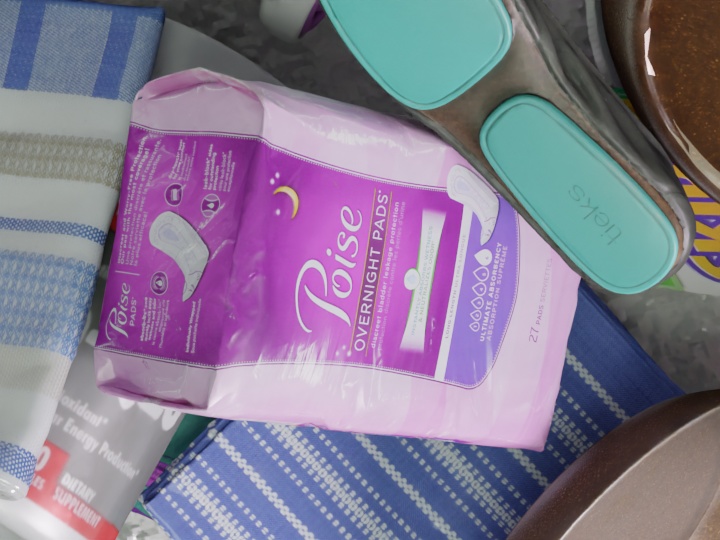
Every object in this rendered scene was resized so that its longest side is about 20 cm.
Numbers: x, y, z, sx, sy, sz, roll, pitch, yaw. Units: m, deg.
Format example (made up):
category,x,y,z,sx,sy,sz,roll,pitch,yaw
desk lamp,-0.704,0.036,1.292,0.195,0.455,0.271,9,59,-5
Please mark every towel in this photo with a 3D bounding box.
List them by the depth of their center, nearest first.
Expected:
category,x,y,z,sx,sy,sz,roll,pitch,yaw
towel,-0.161,-0.015,1.000,0.146,0.201,0.024,7,159,22
towel,0.024,0.074,1.112,0.200,0.024,0.145,-45,99,-7

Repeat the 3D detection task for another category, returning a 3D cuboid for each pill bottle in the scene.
category,x,y,z,sx,sy,sz,roll,pitch,yaw
pill bottle,-0.104,0.007,1.048,0.114,0.114,0.201,31,78,-11

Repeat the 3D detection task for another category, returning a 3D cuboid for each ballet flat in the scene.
category,x,y,z,sx,sy,sz,roll,pitch,yaw
ballet flat,0.049,-0.074,0.985,0.068,0.068,0.200,-32,107,26

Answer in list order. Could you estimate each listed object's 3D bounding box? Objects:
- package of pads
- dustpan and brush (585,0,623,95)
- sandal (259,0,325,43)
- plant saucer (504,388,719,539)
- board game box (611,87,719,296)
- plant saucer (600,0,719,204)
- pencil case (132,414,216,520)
category,x,y,z,sx,sy,sz,roll,pitch,yaw
package of pads,0.000,0.000,1.014,0.075,0.199,0.121,7,88,45
dustpan and brush,0.124,-0.135,1.024,0.139,0.057,0.200,-30,112,21
sandal,0.026,-0.161,1.011,0.050,0.083,0.203,33,131,0
plant saucer,0.106,0.123,1.123,0.032,0.200,0.201,41,123,27
board game box,0.175,-0.023,1.056,0.199,0.030,0.096,10,142,24
plant saucer,0.175,-0.080,0.962,0.199,0.035,0.201,15,130,18
pencil case,-0.055,0.082,1.150,0.199,0.093,0.085,23,120,-6
